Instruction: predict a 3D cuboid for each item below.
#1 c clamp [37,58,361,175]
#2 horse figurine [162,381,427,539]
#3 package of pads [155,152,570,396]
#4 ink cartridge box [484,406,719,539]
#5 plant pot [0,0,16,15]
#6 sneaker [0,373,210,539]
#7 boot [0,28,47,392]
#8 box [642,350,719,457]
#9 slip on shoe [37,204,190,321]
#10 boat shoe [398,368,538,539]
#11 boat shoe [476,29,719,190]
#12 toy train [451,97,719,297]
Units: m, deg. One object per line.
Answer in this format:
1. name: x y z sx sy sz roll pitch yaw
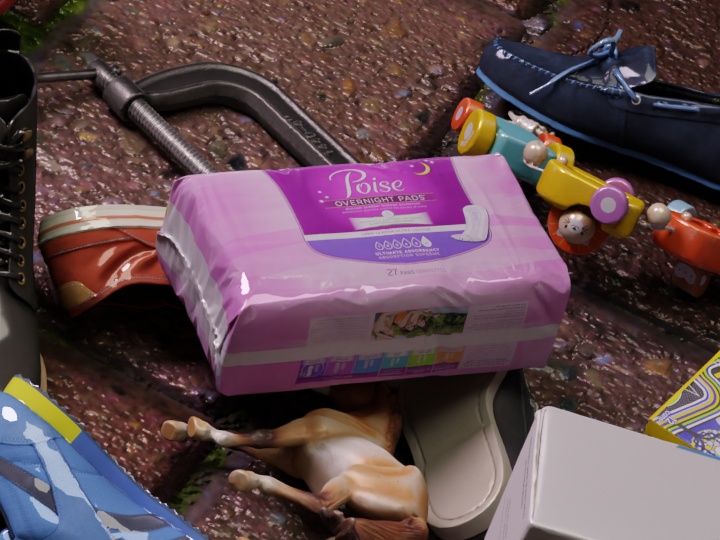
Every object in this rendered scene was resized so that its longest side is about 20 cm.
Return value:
1. c clamp: -0.088 -0.071 1.733 0.200 0.027 0.170 39 36 27
2. horse figurine: -0.016 0.106 1.486 0.132 0.050 0.200 5 20 -24
3. package of pads: 0.000 0.000 1.550 0.199 0.076 0.121 -5 43 -22
4. ink cartridge box: 0.120 0.179 1.365 0.144 0.201 0.084 16 39 -4
5. plant pot: -0.297 -0.254 1.728 0.200 0.201 0.182 -19 45 -39
6. sneaker: -0.127 0.140 1.432 0.200 0.066 0.078 39 71 13
7. boot: -0.197 -0.016 1.520 0.077 0.139 0.201 2 42 -22
8. box: 0.227 0.080 1.646 0.070 0.065 0.200 33 39 17
9. slip on shoe: -0.086 -0.001 1.620 0.199 0.074 0.062 0 75 -32
10. boat shoe: 0.066 0.094 1.581 0.063 0.072 0.200 53 19 -28
11. boat shoe: 0.174 -0.116 1.854 0.199 0.069 0.084 18 23 -8
12. toy train: 0.140 -0.038 1.769 0.199 0.056 0.150 31 11 32
